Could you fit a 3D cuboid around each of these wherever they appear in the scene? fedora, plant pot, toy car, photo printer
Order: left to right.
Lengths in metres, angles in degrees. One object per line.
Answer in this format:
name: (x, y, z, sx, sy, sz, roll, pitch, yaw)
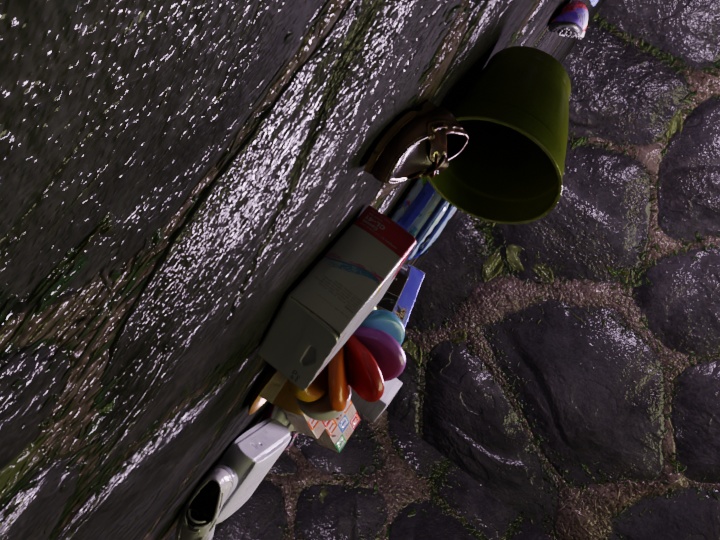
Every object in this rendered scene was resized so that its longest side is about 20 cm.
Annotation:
photo printer: (-0.229, 0.383, 1.805, 0.201, 0.069, 0.166, -55, 168, 22)
fedora: (-0.098, 0.171, 1.531, 0.201, 0.082, 0.201, -52, 175, -6)
toy car: (-0.009, 0.122, 1.399, 0.200, 0.149, 0.176, -49, 144, -41)
plant pot: (0.208, -0.204, 1.350, 0.194, 0.199, 0.201, -64, -178, -33)

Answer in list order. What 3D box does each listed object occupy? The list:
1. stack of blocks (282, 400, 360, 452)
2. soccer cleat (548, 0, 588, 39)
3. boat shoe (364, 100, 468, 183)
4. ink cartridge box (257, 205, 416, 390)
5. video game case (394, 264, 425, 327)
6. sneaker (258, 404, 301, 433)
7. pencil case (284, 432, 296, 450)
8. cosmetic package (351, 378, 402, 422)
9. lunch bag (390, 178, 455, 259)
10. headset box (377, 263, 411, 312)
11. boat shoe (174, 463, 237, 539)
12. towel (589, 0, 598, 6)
stack of blocks: (-0.081, 0.273, 1.905, 0.115, 0.058, 0.201, -53, 139, -29)
soccer cleat: (0.415, -0.500, 1.901, 0.200, 0.068, 0.074, -29, 132, -69)
boat shoe: (0.069, -0.137, 1.067, 0.071, 0.070, 0.200, -55, 174, 33)
ink cartridge box: (-0.029, 0.034, 1.231, 0.200, 0.085, 0.148, -47, 173, -41)
video game case: (0.039, 0.096, 1.910, 0.181, 0.045, 0.201, -17, -131, 66)
sneaker: (-0.135, 0.287, 1.945, 0.082, 0.088, 0.200, -55, 173, 25)
pencil case: (-0.158, 0.330, 2.093, 0.200, 0.086, 0.084, -23, 119, -81)
cosmetic package: (-0.006, 0.270, 2.419, 0.107, 0.199, 0.090, -43, 167, -51)
lunch bag: (0.117, -0.114, 1.616, 0.201, 0.082, 0.161, -56, 172, 12)
headset box: (0.017, 0.077, 1.729, 0.149, 0.075, 0.201, -56, 171, -81)
boat shoe: (-0.282, 0.433, 1.704, 0.201, 0.072, 0.066, -56, 170, 20)
towel: (0.493, -0.603, 1.883, 0.145, 0.024, 0.200, -54, 165, 10)
